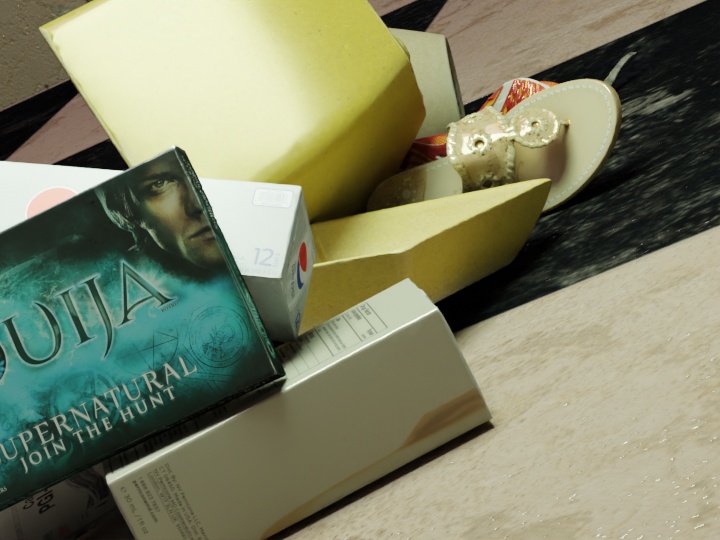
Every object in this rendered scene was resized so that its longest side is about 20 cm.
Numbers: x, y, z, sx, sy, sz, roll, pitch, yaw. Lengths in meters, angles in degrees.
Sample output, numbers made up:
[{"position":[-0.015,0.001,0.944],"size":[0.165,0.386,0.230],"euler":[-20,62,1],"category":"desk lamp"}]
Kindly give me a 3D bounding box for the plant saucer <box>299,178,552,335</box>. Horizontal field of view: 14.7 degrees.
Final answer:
[{"position":[0.000,0.000,1.751],"size":[0.200,0.049,0.200],"euler":[-11,8,34],"category":"plant saucer"}]

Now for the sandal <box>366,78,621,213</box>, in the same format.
[{"position":[0.073,-0.066,1.854],"size":[0.212,0.078,0.070],"euler":[-26,-19,36],"category":"sandal"}]

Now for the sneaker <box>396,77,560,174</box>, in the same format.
[{"position":[0.084,-0.070,1.951],"size":[0.077,0.073,0.200],"euler":[12,-26,-42],"category":"sneaker"}]

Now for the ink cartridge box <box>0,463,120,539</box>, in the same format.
[{"position":[-0.169,0.089,1.612],"size":[0.200,0.083,0.147],"euler":[-31,-21,-16],"category":"ink cartridge box"}]

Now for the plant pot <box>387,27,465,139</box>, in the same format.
[{"position":[-0.023,-0.112,2.096],"size":[0.200,0.188,0.187],"euler":[-13,14,6],"category":"plant pot"}]

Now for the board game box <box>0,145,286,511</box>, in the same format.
[{"position":[-0.157,0.037,1.481],"size":[0.200,0.135,0.028],"euler":[-26,-8,7],"category":"board game box"}]

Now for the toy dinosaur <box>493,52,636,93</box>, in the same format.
[{"position":[0.129,-0.115,2.059],"size":[0.088,0.048,0.200],"euler":[-18,8,35],"category":"toy dinosaur"}]

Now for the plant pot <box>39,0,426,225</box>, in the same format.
[{"position":[-0.068,-0.113,1.907],"size":[0.200,0.196,0.194],"euler":[-33,-18,-3],"category":"plant pot"}]

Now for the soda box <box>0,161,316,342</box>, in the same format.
[{"position":[-0.129,-0.012,1.539],"size":[0.200,0.068,0.064],"euler":[5,58,11],"category":"soda box"}]

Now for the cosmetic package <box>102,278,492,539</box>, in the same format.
[{"position":[-0.037,0.087,1.510],"size":[0.200,0.071,0.105],"euler":[-27,12,-2],"category":"cosmetic package"}]
